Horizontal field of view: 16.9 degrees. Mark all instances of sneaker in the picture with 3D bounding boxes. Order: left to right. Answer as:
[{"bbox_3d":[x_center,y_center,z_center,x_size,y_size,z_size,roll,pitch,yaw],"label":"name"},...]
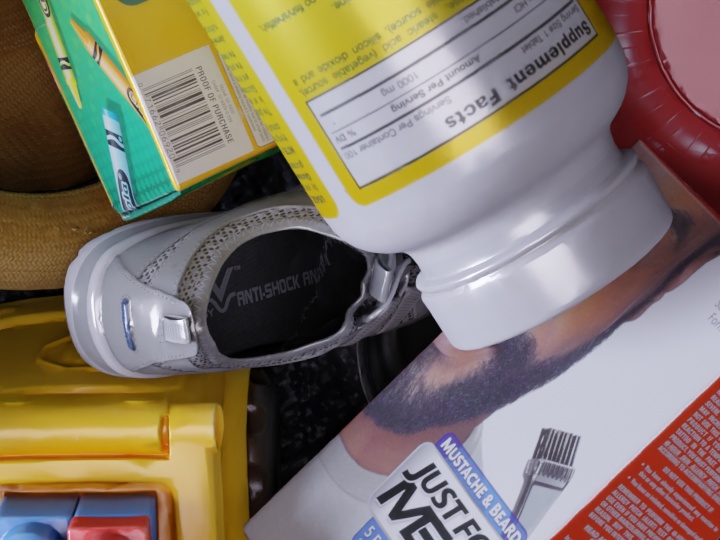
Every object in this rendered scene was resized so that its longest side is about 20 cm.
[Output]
[{"bbox_3d":[0.000,0.000,0.855,0.200,0.082,0.075,-22,109,-28],"label":"sneaker"}]

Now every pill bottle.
[{"bbox_3d":[0.014,-0.080,0.777,0.112,0.112,0.200,-31,100,5],"label":"pill bottle"}]

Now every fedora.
[{"bbox_3d":[-0.137,-0.081,0.876,0.200,0.082,0.201,5,79,-27],"label":"fedora"}]

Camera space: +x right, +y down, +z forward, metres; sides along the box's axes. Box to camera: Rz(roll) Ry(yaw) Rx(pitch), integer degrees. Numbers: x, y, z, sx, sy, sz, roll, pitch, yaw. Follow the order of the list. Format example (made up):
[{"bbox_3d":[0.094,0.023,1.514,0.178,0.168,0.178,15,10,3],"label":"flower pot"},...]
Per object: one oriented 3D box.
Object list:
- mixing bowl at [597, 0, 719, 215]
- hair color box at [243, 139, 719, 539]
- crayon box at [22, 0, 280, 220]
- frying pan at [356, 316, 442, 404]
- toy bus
[{"bbox_3d":[0.145,-0.100,0.882,0.200,0.108,0.201,0,102,-1],"label":"mixing bowl"},{"bbox_3d":[0.064,0.065,0.831,0.200,0.111,0.064,-44,129,5],"label":"hair color box"},{"bbox_3d":[-0.065,-0.134,0.840,0.119,0.058,0.200,-26,94,-28],"label":"crayon box"},{"bbox_3d":[0.092,0.023,0.944,0.190,0.031,0.115,-5,102,-7],"label":"frying pan"},{"bbox_3d":[-0.095,0.125,0.881,0.135,0.192,0.200,-1,103,-2],"label":"toy bus"}]
